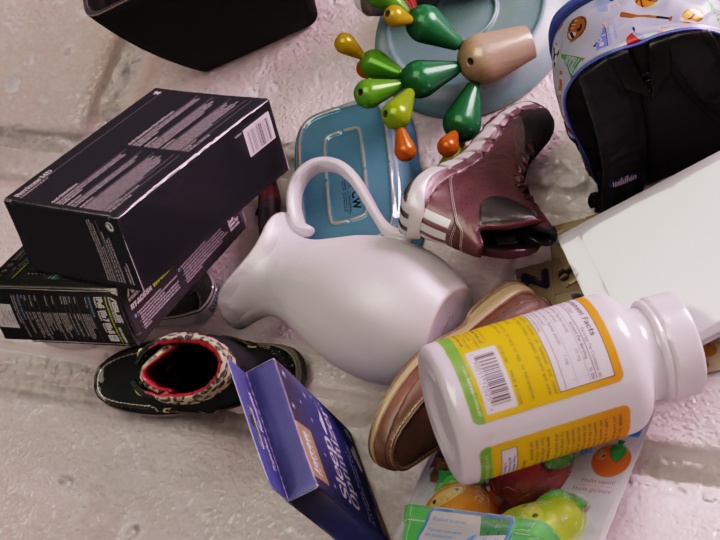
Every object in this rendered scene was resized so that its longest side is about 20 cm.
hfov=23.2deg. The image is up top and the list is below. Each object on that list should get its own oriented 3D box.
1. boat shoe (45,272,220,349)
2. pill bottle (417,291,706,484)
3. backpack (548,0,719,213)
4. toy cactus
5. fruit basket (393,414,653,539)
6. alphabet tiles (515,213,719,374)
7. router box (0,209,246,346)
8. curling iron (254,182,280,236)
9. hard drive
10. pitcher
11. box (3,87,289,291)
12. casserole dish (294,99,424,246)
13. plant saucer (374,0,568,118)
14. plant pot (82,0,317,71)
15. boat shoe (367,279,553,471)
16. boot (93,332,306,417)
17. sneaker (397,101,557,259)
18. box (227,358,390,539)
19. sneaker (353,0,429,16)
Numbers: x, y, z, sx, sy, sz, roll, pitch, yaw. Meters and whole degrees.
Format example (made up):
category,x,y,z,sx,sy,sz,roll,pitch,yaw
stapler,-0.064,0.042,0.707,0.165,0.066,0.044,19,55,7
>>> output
category,x,y,z,sx,sy,sz,roll,pitch,yaw
boat shoe,-0.230,0.022,1.634,0.200,0.064,0.071,-11,60,20
pill bottle,0.153,0.082,1.331,0.200,0.111,0.111,-16,56,-8
backpack,0.243,-0.163,1.422,0.200,0.191,0.154,-22,61,13
toy cactus,0.074,-0.170,1.555,0.165,0.102,0.200,-19,79,-4
fruit basket,0.114,0.178,1.368,0.185,0.094,0.200,3,57,36
alphabet tiles,0.226,0.021,1.450,0.200,0.006,0.167,-14,59,19
router box,-0.215,-0.014,1.562,0.150,0.062,0.200,1,34,31
curling iron,-0.095,-0.062,1.633,0.050,0.026,0.200,-2,61,-17
hard drive,0.273,-0.015,1.398,0.200,0.026,0.132,-28,72,16
pitcher,0.000,0.000,1.491,0.200,0.121,0.172,19,85,28
box,-0.180,-0.074,1.503,0.141,0.079,0.200,12,40,37
casserole dish,-0.007,-0.078,1.595,0.121,0.039,0.200,-15,60,19
plant saucer,0.101,-0.233,1.631,0.200,0.027,0.200,-11,61,21
plant pot,-0.147,-0.311,1.699,0.199,0.177,0.200,-22,58,14
boat shoe,0.088,0.088,1.409,0.200,0.072,0.068,-42,45,-21
boot,-0.167,0.086,1.510,0.203,0.154,0.074,-3,83,22
sneaker,0.131,-0.063,1.472,0.115,0.076,0.200,29,49,27
box,-0.037,0.149,1.391,0.032,0.200,0.121,-28,56,10
sneaker,0.087,-0.281,1.603,0.200,0.077,0.082,-31,62,9
